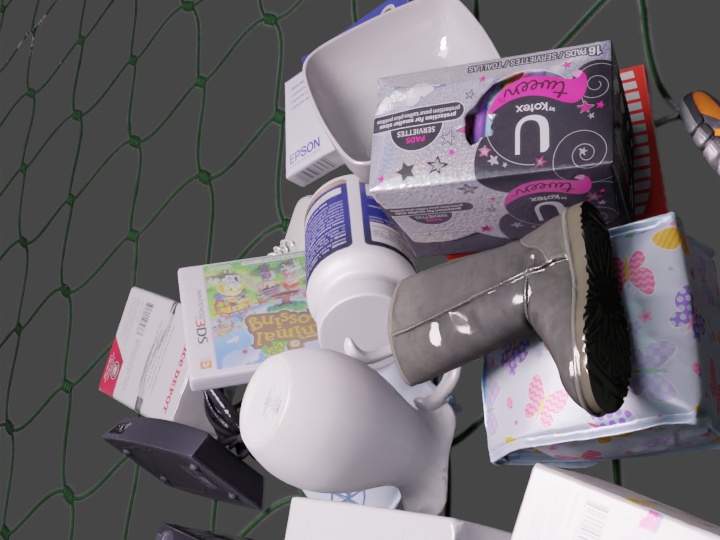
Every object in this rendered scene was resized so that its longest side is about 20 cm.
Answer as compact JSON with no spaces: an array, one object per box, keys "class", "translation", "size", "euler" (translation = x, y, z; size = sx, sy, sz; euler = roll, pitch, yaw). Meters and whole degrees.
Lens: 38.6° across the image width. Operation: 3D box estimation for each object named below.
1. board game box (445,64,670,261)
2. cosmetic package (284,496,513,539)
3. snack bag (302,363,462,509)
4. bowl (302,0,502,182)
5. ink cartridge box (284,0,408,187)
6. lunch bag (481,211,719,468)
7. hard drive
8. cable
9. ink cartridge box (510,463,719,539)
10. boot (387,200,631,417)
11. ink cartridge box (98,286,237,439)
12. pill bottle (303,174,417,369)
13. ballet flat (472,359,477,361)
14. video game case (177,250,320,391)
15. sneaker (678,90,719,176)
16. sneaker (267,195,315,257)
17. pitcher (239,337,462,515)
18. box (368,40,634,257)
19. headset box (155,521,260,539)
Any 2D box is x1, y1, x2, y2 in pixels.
[{"class":"board game box","translation":[0.173,-0.090,0.935],"size":[0.197,0.046,0.154],"euler":[-12,63,19]},{"class":"cosmetic package","translation":[0.048,0.294,0.862],"size":[0.198,0.165,0.170],"euler":[-6,68,47]},{"class":"snack bag","translation":[0.005,0.171,1.075],"size":[0.188,0.021,0.202],"euler":[42,105,47]},{"class":"bowl","translation":[0.051,-0.187,1.098],"size":[0.197,0.075,0.202],"euler":[-25,53,0]},{"class":"ink cartridge box","translation":[-0.017,-0.231,1.262],"size":[0.198,0.040,0.203],"euler":[-26,55,38]},{"class":"lunch bag","translation":[0.191,0.066,0.841],"size":[0.198,0.127,0.172],"euler":[-16,64,32]},{"class":"hard drive","translation":[-0.204,0.222,1.202],"size":[0.198,0.135,0.043],"euler":[-2,52,48]},{"class":"cable","translation":[-0.127,0.137,1.148],"size":[0.199,0.050,0.166],"euler":[18,109,44]},{"class":"ink cartridge box","translation":[0.213,0.236,0.724],"size":[0.198,0.125,0.130],"euler":[17,86,41]},{"class":"boot","translation":[0.105,0.051,0.797],"size":[0.198,0.072,0.184],"euler":[-23,46,33]},{"class":"ink cartridge box","translation":[-0.237,0.116,1.316],"size":[0.199,0.083,0.147],"euler":[15,84,49]},{"class":"pill bottle","translation":[0.000,0.000,1.045],"size":[0.116,0.115,0.201],"euler":[-44,28,25]},{"class":"ballet flat","translation":[0.126,-0.007,0.994],"size":[0.069,0.069,0.202],"euler":[12,76,49]},{"class":"video game case","translation":[-0.092,0.045,1.105],"size":[0.183,0.197,0.022],"euler":[-109,14,-49]},{"class":"sneaker","translation":[0.340,-0.091,0.793],"size":[0.112,0.077,0.201],"euler":[-44,56,20]},{"class":"sneaker","translation":[-0.087,0.003,1.211],"size":[0.072,0.070,0.203],"euler":[1,74,47]},{"class":"pitcher","translation":[0.002,0.120,0.930],"size":[0.121,0.198,0.174],"euler":[1,72,57]},{"class":"box","translation":[0.120,-0.094,0.853],"size":[0.197,0.132,0.116],"euler":[-6,64,21]},{"class":"headset box","translation":[-0.097,0.321,1.002],"size":[0.198,0.173,0.094],"euler":[6,77,48]}]
